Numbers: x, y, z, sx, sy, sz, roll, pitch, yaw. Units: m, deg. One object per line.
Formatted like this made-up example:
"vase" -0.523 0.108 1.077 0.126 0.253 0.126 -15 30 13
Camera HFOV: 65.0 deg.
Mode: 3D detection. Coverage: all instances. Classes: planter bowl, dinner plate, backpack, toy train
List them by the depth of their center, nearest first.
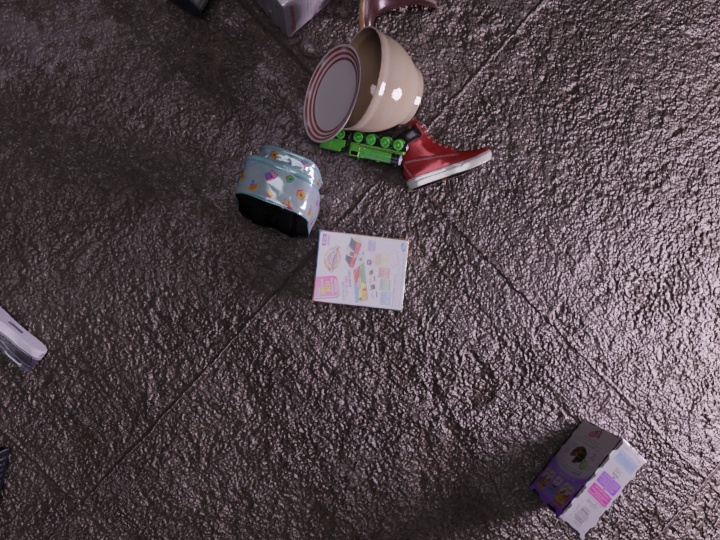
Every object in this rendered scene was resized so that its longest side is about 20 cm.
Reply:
"backpack" -0.161 -0.159 1.136 0.172 0.200 0.156 22 87 -1
"dinner plate" -0.056 -0.363 1.170 0.024 0.198 0.205 9 88 -39
"planter bowl" 0.046 -0.379 1.171 0.132 0.199 0.206 8 88 -30
"toy train" 0.005 -0.267 1.208 0.195 0.042 0.058 14 106 11

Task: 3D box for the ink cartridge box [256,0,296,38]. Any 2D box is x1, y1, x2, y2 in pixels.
"ink cartridge box" -0.129 -0.630 1.175 0.199 0.147 0.147 -42 92 -4

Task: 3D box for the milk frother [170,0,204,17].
"milk frother" -0.379 -0.676 1.184 0.198 0.180 0.191 29 86 41

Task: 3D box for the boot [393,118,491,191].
"boot" 0.177 -0.271 1.223 0.196 0.072 0.148 -16 88 0

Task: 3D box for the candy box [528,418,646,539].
"candy box" 0.464 0.424 1.172 0.071 0.168 0.201 41 87 -2

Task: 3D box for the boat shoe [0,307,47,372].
"boat shoe" -0.749 0.129 1.168 0.199 0.072 0.068 42 85 -8

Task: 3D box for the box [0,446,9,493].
"box" -0.807 0.459 1.089 0.121 0.200 0.202 8 88 -1

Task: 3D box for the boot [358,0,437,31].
"boot" 0.086 -0.594 1.222 0.162 0.072 0.205 14 85 0

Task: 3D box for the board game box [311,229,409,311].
"board game box" 0.000 0.000 1.220 0.195 0.040 0.157 7 88 -3
